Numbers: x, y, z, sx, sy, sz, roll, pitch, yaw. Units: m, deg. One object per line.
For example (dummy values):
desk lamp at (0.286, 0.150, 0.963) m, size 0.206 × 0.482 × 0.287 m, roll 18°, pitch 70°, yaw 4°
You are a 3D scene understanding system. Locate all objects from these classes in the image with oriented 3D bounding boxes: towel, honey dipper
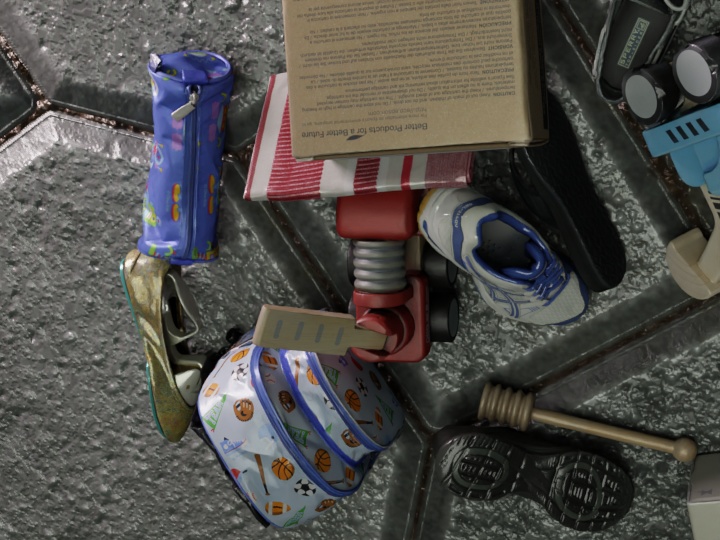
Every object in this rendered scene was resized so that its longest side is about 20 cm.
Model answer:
towel at (0.005, -0.121, 1.227) m, size 0.199 × 0.145 × 0.023 m, roll -4°, pitch 144°, yaw 20°
honey dipper at (0.207, 0.142, 1.309) m, size 0.199 × 0.038 × 0.038 m, roll 13°, pitch 113°, yaw 11°

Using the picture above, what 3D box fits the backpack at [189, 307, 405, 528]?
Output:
backpack at (-0.057, 0.137, 1.307) m, size 0.154 × 0.191 × 0.200 m, roll -38°, pitch 94°, yaw 26°

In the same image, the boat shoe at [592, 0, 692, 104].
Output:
boat shoe at (0.233, -0.228, 1.144) m, size 0.073 × 0.068 × 0.200 m, roll 27°, pitch 116°, yaw 6°

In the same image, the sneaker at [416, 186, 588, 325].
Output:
sneaker at (0.133, 0.001, 1.209) m, size 0.200 × 0.088 × 0.075 m, roll 32°, pitch 90°, yaw -34°

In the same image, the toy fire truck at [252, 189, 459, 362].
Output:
toy fire truck at (0.000, 0.000, 1.223) m, size 0.128 × 0.200 × 0.177 m, roll 2°, pitch 102°, yaw 17°

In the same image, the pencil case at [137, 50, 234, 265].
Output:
pencil case at (-0.160, -0.101, 1.310) m, size 0.078 × 0.087 × 0.201 m, roll 3°, pitch 114°, yaw -10°

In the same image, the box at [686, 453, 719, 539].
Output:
box at (0.349, 0.269, 1.279) m, size 0.077 × 0.095 × 0.201 m, roll -9°, pitch 108°, yaw 20°

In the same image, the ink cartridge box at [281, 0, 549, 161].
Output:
ink cartridge box at (0.043, -0.175, 1.137) m, size 0.199 × 0.075 × 0.166 m, roll -2°, pitch 95°, yaw 20°

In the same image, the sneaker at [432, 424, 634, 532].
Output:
sneaker at (0.158, 0.179, 1.321) m, size 0.199 × 0.091 × 0.076 m, roll 19°, pitch 100°, yaw -13°

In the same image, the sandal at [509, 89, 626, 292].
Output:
sandal at (0.163, -0.069, 1.227) m, size 0.048 × 0.075 × 0.201 m, roll -16°, pitch 104°, yaw 41°

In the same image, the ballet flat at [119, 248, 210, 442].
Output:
ballet flat at (-0.181, 0.074, 1.393) m, size 0.070 × 0.071 × 0.201 m, roll -6°, pitch 106°, yaw 20°

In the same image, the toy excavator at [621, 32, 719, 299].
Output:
toy excavator at (0.287, -0.083, 1.145) m, size 0.194 × 0.100 × 0.201 m, roll -20°, pitch 93°, yaw 63°
